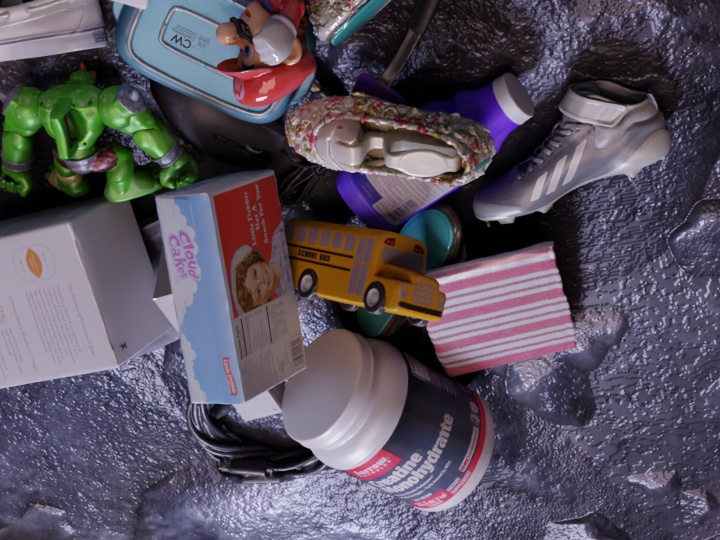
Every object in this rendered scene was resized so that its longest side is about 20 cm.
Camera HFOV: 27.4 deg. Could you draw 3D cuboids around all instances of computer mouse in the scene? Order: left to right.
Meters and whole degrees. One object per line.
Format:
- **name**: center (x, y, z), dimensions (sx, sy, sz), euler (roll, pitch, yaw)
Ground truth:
- **computer mouse**: center (-0.099, -0.144, 1.409), dimensions (0.199, 0.046, 0.140), euler (39, 125, -21)

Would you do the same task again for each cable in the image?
- **cable**: center (-0.093, 0.170, 1.666), dimensions (0.198, 0.051, 0.165), euler (-3, 123, 14)

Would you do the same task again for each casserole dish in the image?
- **casserole dish**: center (-0.133, -0.208, 1.345), dimensions (0.198, 0.039, 0.122), euler (25, 107, -10)

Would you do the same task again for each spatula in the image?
- **spatula**: center (0.041, -0.203, 1.337), dimensions (0.056, 0.021, 0.201), euler (33, 114, 15)

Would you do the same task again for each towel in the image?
- **towel**: center (0.136, 0.038, 1.481), dimensions (0.145, 0.030, 0.201), euler (-14, 146, 7)

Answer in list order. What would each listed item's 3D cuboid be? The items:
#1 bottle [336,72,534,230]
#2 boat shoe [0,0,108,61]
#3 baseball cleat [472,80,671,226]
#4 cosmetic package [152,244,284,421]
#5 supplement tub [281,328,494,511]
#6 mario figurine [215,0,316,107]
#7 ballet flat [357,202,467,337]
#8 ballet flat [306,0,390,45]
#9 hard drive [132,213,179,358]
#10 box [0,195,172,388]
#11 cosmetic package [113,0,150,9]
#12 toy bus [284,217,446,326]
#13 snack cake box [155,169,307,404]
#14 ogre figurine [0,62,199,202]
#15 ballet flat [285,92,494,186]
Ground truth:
- **bottle**: center (0.072, -0.115, 1.395), dimensions (0.199, 0.066, 0.084), euler (-33, 112, 29)
- **boat shoe**: center (-0.332, -0.230, 1.370), dimensions (0.198, 0.071, 0.071), euler (-5, 101, 17)
- **baseball cleat**: center (0.187, -0.117, 1.386), dimensions (0.198, 0.070, 0.107), euler (-21, 117, 12)
- **cosmetic package**: center (-0.140, 0.059, 1.503), dimensions (0.050, 0.083, 0.201), euler (-17, 132, 16)
- **supplement tub**: center (0.031, 0.157, 1.548), dimensions (0.199, 0.141, 0.140), euler (30, 128, -33)
- **mario figurine**: center (-0.085, -0.239, 1.256), dimensions (0.105, 0.123, 0.202), euler (14, 104, 13)
- **ballet flat**: center (0.061, -0.007, 1.487), dimensions (0.068, 0.068, 0.200), euler (58, 138, 18)
- **ballet flat**: center (0.025, -0.273, 1.278), dimensions (0.199, 0.075, 0.064), euler (-35, 83, 24)
- **hard drive**: center (-0.207, 0.006, 1.548), dimensions (0.199, 0.043, 0.135), euler (-27, 120, 26)
- **box**: center (-0.315, 0.023, 1.488), dimensions (0.198, 0.106, 0.154), euler (-10, 104, 28)
- **cosmetic package**: center (-0.235, -0.330, 1.180), dimensions (0.197, 0.201, 0.124), euler (15, 130, -5)
- **toy bus**: center (0.000, 0.000, 1.418), dimensions (0.065, 0.079, 0.199), euler (16, 176, -38)
- **snack cake box**: center (-0.121, 0.014, 1.403), dimensions (0.067, 0.115, 0.202), euler (-2, 103, 32)
- **ogre figurine**: center (-0.261, -0.126, 1.412), dimensions (0.198, 0.098, 0.121), euler (15, 140, 25)
- **ballet flat**: center (0.020, -0.115, 1.323), dimensions (0.198, 0.064, 0.076), euler (5, 121, 15)
